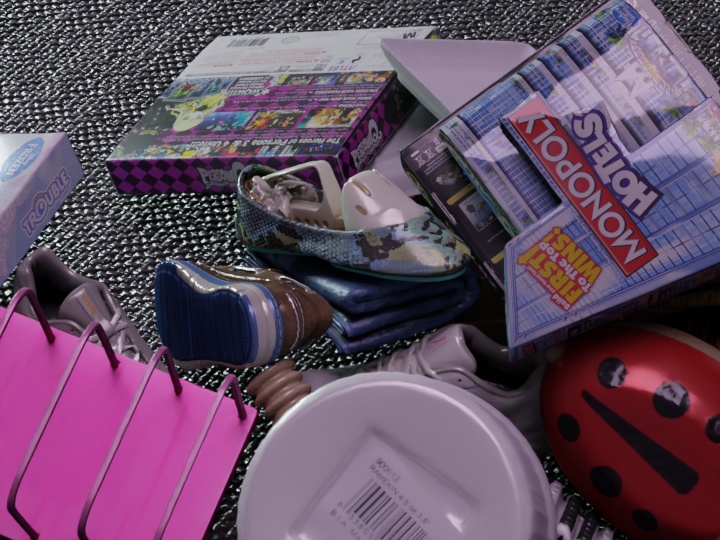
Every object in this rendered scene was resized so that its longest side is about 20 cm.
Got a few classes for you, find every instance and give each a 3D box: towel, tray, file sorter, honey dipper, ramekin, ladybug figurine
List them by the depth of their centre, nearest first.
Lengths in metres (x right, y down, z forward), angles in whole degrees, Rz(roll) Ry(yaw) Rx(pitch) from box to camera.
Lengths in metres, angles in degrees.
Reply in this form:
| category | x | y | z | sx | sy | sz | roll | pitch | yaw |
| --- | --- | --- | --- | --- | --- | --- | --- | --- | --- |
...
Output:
| category | x | y | z | sx | sy | sz | roll | pitch | yaw |
| --- | --- | --- | --- | --- | --- | --- | --- | --- | --- |
| ramekin | 0.018 | 0.156 | 1.477 | 0.199 | 0.098 | 0.202 | -1 | 79 | 6 |
| file sorter | -0.184 | 0.099 | 1.520 | 0.199 | 0.126 | 0.139 | 21 | 73 | 8 |
| honey dipper | -0.004 | 0.146 | 1.558 | 0.038 | 0.038 | 0.200 | -28 | 75 | -29 |
| ladybug figurine | 0.196 | 0.114 | 1.561 | 0.200 | 0.136 | 0.072 | 36 | 16 | 6 |
| towel | 0.000 | 0.000 | 1.687 | 0.111 | 0.049 | 0.200 | -16 | 20 | -17 |
| tray | 0.098 | -0.126 | 1.756 | 0.107 | 0.022 | 0.200 | 45 | 27 | 25 |

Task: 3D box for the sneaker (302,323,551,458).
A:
| category | x | y | z | sx | sy | sz | roll | pitch | yaw |
| --- | --- | --- | --- | --- | --- | --- | --- | --- | --- |
| sneaker | 0.041 | 0.072 | 1.629 | 0.199 | 0.100 | 0.078 | -2 | 45 | -6 |

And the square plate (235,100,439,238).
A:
| category | x | y | z | sx | sy | sz | roll | pitch | yaw |
| --- | --- | --- | --- | --- | --- | --- | --- | --- | --- |
| square plate | 0.001 | -0.103 | 1.784 | 0.199 | 0.029 | 0.198 | -15 | 29 | 7 |

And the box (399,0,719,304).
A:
| category | x | y | z | sx | sy | sz | roll | pitch | yaw |
| --- | --- | --- | --- | --- | --- | --- | --- | --- | --- |
| box | 0.151 | -0.071 | 1.614 | 0.200 | 0.049 | 0.161 | -37 | 74 | -3 |

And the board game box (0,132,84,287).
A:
| category | x | y | z | sx | sy | sz | roll | pitch | yaw |
| --- | --- | --- | --- | --- | --- | --- | --- | --- | --- |
| board game box | -0.322 | -0.020 | 1.687 | 0.198 | 0.044 | 0.200 | 0 | 40 | 30 |

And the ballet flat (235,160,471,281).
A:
| category | x | y | z | sx | sy | sz | roll | pitch | yaw |
| --- | --- | --- | --- | --- | --- | --- | --- | --- | --- |
| ballet flat | -0.012 | -0.037 | 1.620 | 0.199 | 0.075 | 0.074 | 8 | 39 | 40 |

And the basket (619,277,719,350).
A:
| category | x | y | z | sx | sy | sz | roll | pitch | yaw |
| --- | --- | --- | --- | --- | --- | --- | --- | --- | --- |
| basket | 0.262 | 0.079 | 1.609 | 0.199 | 0.143 | 0.149 | 15 | 45 | 11 |

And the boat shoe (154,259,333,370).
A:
| category | x | y | z | sx | sy | sz | roll | pitch | yaw |
| --- | --- | --- | --- | --- | --- | --- | --- | --- | --- |
| boat shoe | -0.081 | 0.032 | 1.642 | 0.072 | 0.073 | 0.200 | -6 | 11 | -25 |

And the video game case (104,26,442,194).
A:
| category | x | y | z | sx | sy | sz | roll | pitch | yaw |
| --- | --- | --- | --- | --- | --- | --- | --- | --- | --- |
| video game case | -0.060 | -0.118 | 1.777 | 0.199 | 0.036 | 0.181 | 0 | 34 | 30 |

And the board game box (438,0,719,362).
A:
| category | x | y | z | sx | sy | sz | roll | pitch | yaw |
| --- | --- | --- | --- | --- | --- | --- | --- | --- | --- |
| board game box | 0.145 | -0.044 | 1.553 | 0.200 | 0.062 | 0.200 | -36 | 78 | -4 |

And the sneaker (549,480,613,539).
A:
| category | x | y | z | sx | sy | sz | roll | pitch | yaw |
| --- | --- | --- | --- | --- | --- | --- | --- | --- | --- |
| sneaker | 0.090 | 0.163 | 1.569 | 0.200 | 0.081 | 0.075 | 37 | 14 | 9 |

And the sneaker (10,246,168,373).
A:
| category | x | y | z | sx | sy | sz | roll | pitch | yaw |
| --- | --- | --- | --- | --- | --- | --- | --- | --- | --- |
| sneaker | -0.171 | 0.061 | 1.629 | 0.200 | 0.092 | 0.076 | 35 | 53 | 27 |

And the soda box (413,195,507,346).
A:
| category | x | y | z | sx | sy | sz | roll | pitch | yaw |
| --- | --- | --- | --- | --- | --- | --- | --- | --- | --- |
| soda box | 0.083 | -0.013 | 1.744 | 0.067 | 0.064 | 0.201 | -4 | 45 | -6 |
